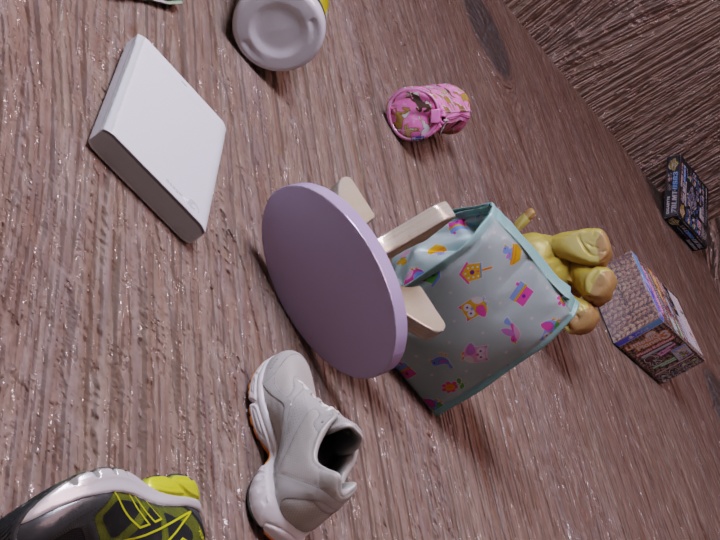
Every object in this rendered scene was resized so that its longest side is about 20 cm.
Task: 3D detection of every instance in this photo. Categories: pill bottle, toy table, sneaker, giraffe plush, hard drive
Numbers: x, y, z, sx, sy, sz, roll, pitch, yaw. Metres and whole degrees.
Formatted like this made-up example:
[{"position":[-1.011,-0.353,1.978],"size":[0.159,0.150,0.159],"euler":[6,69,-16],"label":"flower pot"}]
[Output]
[{"position":[-0.093,-0.332,1.618],"size":[0.111,0.111,0.200],"euler":[48,22,-24],"label":"pill bottle"},{"position":[0.000,0.000,1.292],"size":[0.117,0.184,0.200],"euler":[-19,85,-52],"label":"toy table"},{"position":[-0.038,0.134,1.097],"size":[0.076,0.092,0.200],"euler":[44,24,-34],"label":"sneaker"},{"position":[0.289,0.009,1.983],"size":[0.200,0.173,0.162],"euler":[27,1,18],"label":"giraffe plush"},{"position":[-0.184,-0.127,1.237],"size":[0.132,0.026,0.200],"euler":[47,22,-26],"label":"hard drive"},{"position":[-0.148,0.172,0.816],"size":[0.200,0.074,0.085],"euler":[11,50,-63],"label":"sneaker"}]

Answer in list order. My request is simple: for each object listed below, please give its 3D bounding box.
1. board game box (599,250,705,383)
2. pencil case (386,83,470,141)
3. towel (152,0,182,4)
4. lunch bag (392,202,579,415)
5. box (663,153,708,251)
[{"position":[0.523,0.088,2.428],"size":[0.200,0.097,0.160],"euler":[37,28,-43],"label":"board game box"},{"position":[0.105,-0.237,1.970],"size":[0.087,0.083,0.200],"euler":[57,20,2],"label":"pencil case"},{"position":[-0.264,-0.347,1.374],"size":[0.153,0.023,0.200],"euler":[59,21,5],"label":"towel"},{"position":[0.113,0.031,1.434],"size":[0.170,0.200,0.122],"euler":[48,23,-22],"label":"lunch bag"},{"position":[0.897,-0.186,3.645],"size":[0.198,0.050,0.200],"euler":[36,52,-43],"label":"box"}]
